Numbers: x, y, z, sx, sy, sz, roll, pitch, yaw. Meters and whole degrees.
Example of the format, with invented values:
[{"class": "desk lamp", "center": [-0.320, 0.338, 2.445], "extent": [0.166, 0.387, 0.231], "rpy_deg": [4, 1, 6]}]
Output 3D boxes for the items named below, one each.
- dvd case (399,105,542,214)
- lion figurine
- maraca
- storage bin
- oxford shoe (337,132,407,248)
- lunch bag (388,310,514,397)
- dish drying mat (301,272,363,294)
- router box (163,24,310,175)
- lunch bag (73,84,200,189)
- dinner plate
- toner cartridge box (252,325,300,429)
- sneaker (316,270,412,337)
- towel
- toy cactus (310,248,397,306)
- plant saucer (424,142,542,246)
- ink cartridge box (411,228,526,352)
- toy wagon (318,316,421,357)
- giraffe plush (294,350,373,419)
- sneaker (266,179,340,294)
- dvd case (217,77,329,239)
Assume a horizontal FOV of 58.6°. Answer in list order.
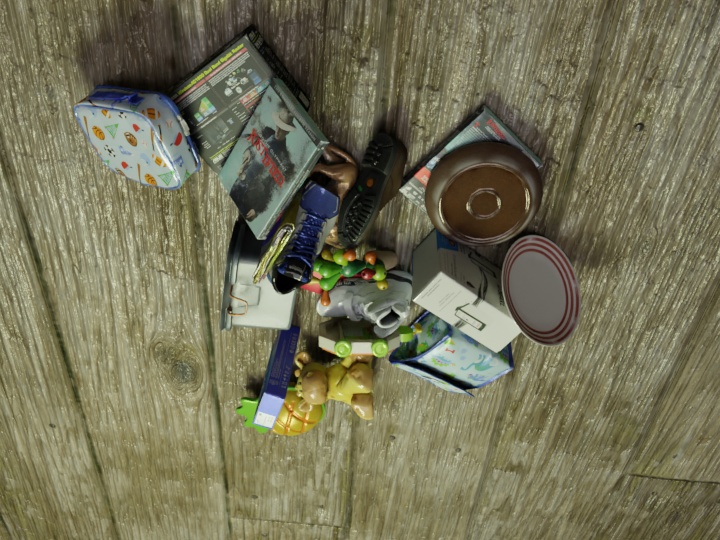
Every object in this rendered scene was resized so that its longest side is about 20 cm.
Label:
[{"class": "dvd case", "center": [0.184, -0.162, 1.091], "extent": [0.146, 0.022, 0.200], "rpy_deg": [37, 122, -21]}, {"class": "lion figurine", "center": [-0.043, -0.131, 1.111], "extent": [0.122, 0.073, 0.201], "rpy_deg": [10, 122, -12]}, {"class": "maraca", "center": [-0.174, 0.308, 1.414], "extent": [0.199, 0.107, 0.138], "rpy_deg": [-12, 121, 13]}, {"class": "storage bin", "center": [-0.183, 0.026, 1.191], "extent": [0.134, 0.146, 0.201], "rpy_deg": [9, 126, -7]}, {"class": "oxford shoe", "center": [0.027, -0.124, 1.081], "extent": [0.084, 0.073, 0.201], "rpy_deg": [10, 113, -52]}, {"class": "lunch bag", "center": [0.178, 0.169, 1.285], "extent": [0.170, 0.128, 0.200], "rpy_deg": [28, 136, -21]}, {"class": "dish drying mat", "center": [-0.024, 0.030, 1.258], "extent": [0.199, 0.018, 0.077], "rpy_deg": [17, 125, -9]}, {"class": "router box", "center": [-0.203, -0.268, 1.026], "extent": [0.199, 0.062, 0.150], "rpy_deg": [-28, 120, 22]}, {"class": "lunch bag", "center": [-0.351, -0.216, 1.018], "extent": [0.199, 0.076, 0.161], "rpy_deg": [13, 139, 29]}, {"class": "dinner plate", "center": [0.319, 0.036, 1.144], "extent": [0.200, 0.201, 0.024], "rpy_deg": [35, 150, -20]}, {"class": "toner cartridge box", "center": [-0.166, 0.206, 1.282], "extent": [0.043, 0.200, 0.095], "rpy_deg": [19, 125, -9]}, {"class": "sneaker", "center": [0.006, 0.069, 1.200], "extent": [0.199, 0.115, 0.075], "rpy_deg": [-15, 123, 14]}, {"class": "towel", "center": [-0.133, -0.085, 1.060], "extent": [0.023, 0.201, 0.144], "rpy_deg": [22, 131, -16]}, {"class": "toy cactus", "center": [0.000, 0.000, 1.157], "extent": [0.200, 0.164, 0.103], "rpy_deg": [-11, 90, 52]}, {"class": "plant saucer", "center": [0.208, -0.117, 1.081], "extent": [0.199, 0.032, 0.201], "rpy_deg": [1, 125, 2]}, {"class": "ink cartridge box", "center": [0.194, 0.034, 1.164], "extent": [0.199, 0.146, 0.084], "rpy_deg": [31, 122, -18]}, {"class": "toy wagon", "center": [0.019, 0.124, 1.234], "extent": [0.199, 0.155, 0.040], "rpy_deg": [1, 107, -5]}, {"class": "giraffe plush", "center": [-0.057, 0.226, 1.317], "extent": [0.161, 0.174, 0.200], "rpy_deg": [-1, 159, -1]}, {"class": "sneaker", "center": [-0.091, -0.037, 1.051], "extent": [0.080, 0.115, 0.200], "rpy_deg": [24, 107, -17]}, {"class": "dvd case", "center": [-0.140, -0.168, 0.982], "extent": [0.022, 0.146, 0.200], "rpy_deg": [-4, 142, -50]}]
